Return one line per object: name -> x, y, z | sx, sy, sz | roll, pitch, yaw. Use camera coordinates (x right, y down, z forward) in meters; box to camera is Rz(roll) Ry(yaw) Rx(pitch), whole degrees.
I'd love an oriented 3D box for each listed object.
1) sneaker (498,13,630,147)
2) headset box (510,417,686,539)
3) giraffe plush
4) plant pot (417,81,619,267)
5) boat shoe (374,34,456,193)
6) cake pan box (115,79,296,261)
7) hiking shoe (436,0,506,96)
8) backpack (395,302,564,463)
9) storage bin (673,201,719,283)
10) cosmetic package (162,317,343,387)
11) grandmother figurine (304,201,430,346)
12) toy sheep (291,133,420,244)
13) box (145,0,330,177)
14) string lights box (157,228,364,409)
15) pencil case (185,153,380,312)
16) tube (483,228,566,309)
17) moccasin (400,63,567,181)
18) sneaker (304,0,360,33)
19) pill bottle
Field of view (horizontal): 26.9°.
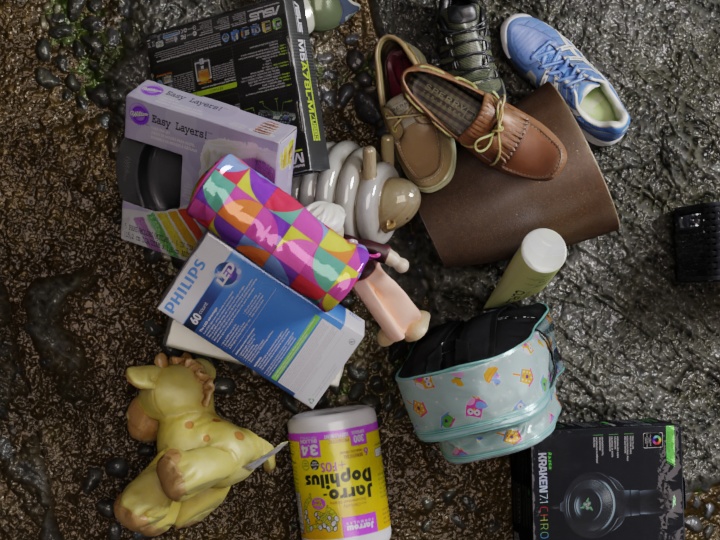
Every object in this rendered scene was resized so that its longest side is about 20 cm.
sneaker -> 0.248, -0.232, 1.782 | 0.200, 0.077, 0.076 | 42, 85, -5
headset box -> 0.284, 0.267, 1.771 | 0.199, 0.093, 0.175 | -1, 90, -10
giraffe plush -> -0.200, 0.178, 1.674 | 0.199, 0.173, 0.163 | -33, 73, 2
plant pot -> 0.166, -0.089, 1.727 | 0.199, 0.187, 0.188 | -25, 93, 3
boat shoe -> 0.053, -0.181, 1.713 | 0.074, 0.066, 0.201 | -27, 59, 18
cake pan box -> -0.171, -0.095, 1.646 | 0.199, 0.052, 0.185 | 20, 121, 17
hiking shoe -> 0.115, -0.250, 1.710 | 0.075, 0.101, 0.201 | -16, 54, 6
backpack -> 0.134, 0.128, 1.676 | 0.175, 0.200, 0.154 | -13, 92, 17
storage bin -> 0.485, -0.034, 1.787 | 0.199, 0.135, 0.094 | -3, 89, -9
cosmetic package -> -0.116, 0.066, 1.704 | 0.199, 0.103, 0.088 | 14, 88, -11
grandmother figurine -> 0.000, 0.000, 1.651 | 0.200, 0.121, 0.061 | 49, 39, -29
toy sheep -> -0.025, -0.088, 1.707 | 0.199, 0.138, 0.139 | 9, 87, 26
box -> -0.139, -0.189, 1.676 | 0.199, 0.047, 0.194 | -10, 91, 32
string lights box -> -0.105, 0.047, 1.611 | 0.200, 0.059, 0.103 | 34, 103, -8
pencil case -> -0.083, -0.039, 1.559 | 0.200, 0.088, 0.089 | 35, 84, -6
tube -> 0.191, 0.006, 1.709 | 0.058, 0.200, 0.052 | 22, 73, 1
moccasin -> 0.131, -0.162, 1.620 | 0.201, 0.078, 0.074 | 39, 101, 10
sneaker -> -0.059, -0.374, 1.745 | 0.089, 0.067, 0.201 | -16, 92, -17
pill bottle -> -0.021, 0.259, 1.714 | 0.104, 0.104, 0.201 | -8, 90, -9
